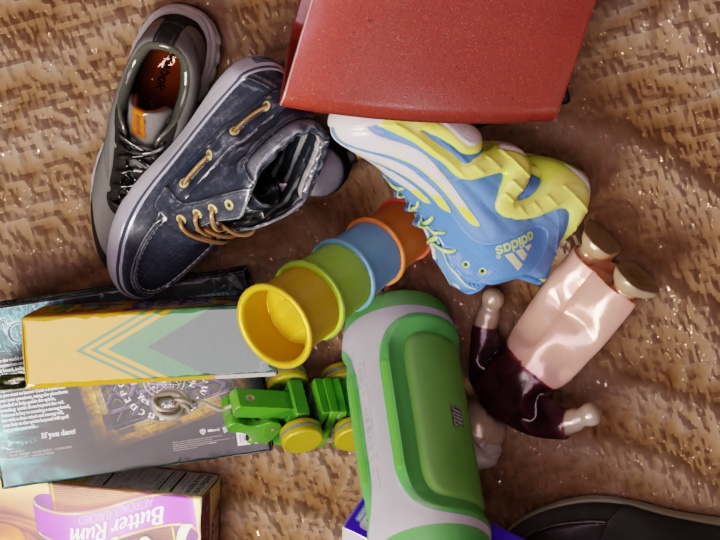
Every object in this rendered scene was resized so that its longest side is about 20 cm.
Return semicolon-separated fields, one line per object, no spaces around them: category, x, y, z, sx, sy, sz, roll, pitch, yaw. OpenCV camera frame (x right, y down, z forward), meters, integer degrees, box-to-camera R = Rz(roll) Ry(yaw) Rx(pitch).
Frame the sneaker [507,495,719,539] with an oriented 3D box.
sneaker;0.190;0.210;1.624;0.199;0.106;0.075;0;105;12

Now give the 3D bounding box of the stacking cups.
stacking cups;0.000;0.000;1.560;0.060;0.200;0.061;17;121;31

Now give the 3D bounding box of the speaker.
speaker;0.037;0.115;1.586;0.088;0.201;0.089;-6;147;-4

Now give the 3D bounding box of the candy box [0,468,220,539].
candy box;-0.205;0.205;1.732;0.199;0.056;0.117;5;105;12

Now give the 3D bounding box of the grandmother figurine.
grandmother figurine;0.123;0.067;1.628;0.200;0.060;0.121;-49;59;22

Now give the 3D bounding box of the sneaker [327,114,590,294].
sneaker;0.061;-0.043;1.546;0.199;0.076;0.106;17;88;-23

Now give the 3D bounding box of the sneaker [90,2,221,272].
sneaker;-0.153;-0.086;1.631;0.074;0.079;0.201;15;109;6

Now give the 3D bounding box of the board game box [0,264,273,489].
board game box;-0.170;0.077;1.677;0.199;0.028;0.136;-8;99;0

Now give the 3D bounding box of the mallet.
mallet;0.045;-0.093;1.594;0.199;0.066;0.041;-15;100;15

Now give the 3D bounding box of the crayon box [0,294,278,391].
crayon box;-0.156;0.048;1.593;0.199;0.126;0.052;-4;93;-1

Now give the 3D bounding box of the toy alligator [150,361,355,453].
toy alligator;-0.057;0.104;1.651;0.199;0.059;0.054;-1;143;-20

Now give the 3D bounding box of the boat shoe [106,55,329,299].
boat shoe;-0.100;-0.044;1.582;0.071;0.091;0.201;16;116;-41

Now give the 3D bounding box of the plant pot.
plant pot;0.061;-0.198;1.507;0.175;0.200;0.201;16;108;-6

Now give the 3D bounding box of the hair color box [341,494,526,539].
hair color box;0.085;0.228;1.629;0.199;0.065;0.110;25;147;15
